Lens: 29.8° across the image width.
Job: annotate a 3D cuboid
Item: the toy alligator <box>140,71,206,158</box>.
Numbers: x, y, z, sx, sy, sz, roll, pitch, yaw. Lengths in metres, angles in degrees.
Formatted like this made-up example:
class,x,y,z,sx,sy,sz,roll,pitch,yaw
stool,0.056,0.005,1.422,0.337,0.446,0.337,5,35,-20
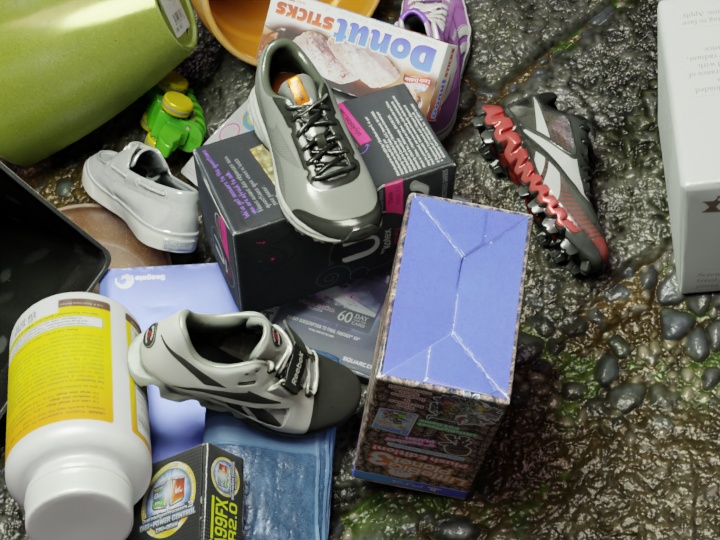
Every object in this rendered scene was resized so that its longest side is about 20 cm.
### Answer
class,x,y,z,sx,sy,sz,roll,pitch,yaw
toy alligator,-0.185,-0.167,1.350,0.054,0.059,0.200,15,32,-25

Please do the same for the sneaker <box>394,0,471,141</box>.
class,x,y,z,sx,sy,sz,roll,pitch,yaw
sneaker,0.067,-0.233,1.303,0.072,0.114,0.201,-6,57,10

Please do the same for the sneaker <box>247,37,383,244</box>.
class,x,y,z,sx,sy,sz,roll,pitch,yaw
sneaker,-0.041,-0.102,1.077,0.074,0.079,0.200,-18,57,-15

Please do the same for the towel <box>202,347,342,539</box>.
class,x,y,z,sx,sy,sz,roll,pitch,yaw
towel,-0.076,0.153,1.108,0.111,0.049,0.201,12,61,-12

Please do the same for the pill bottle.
class,x,y,z,sx,sy,sz,roll,pitch,yaw
pill bottle,-0.218,0.118,1.049,0.109,0.109,0.200,-16,42,2

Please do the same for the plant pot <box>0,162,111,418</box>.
class,x,y,z,sx,sy,sz,roll,pitch,yaw
plant pot,-0.378,-0.004,1.170,0.177,0.200,0.200,20,72,46

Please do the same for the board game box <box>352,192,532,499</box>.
class,x,y,z,sx,sy,sz,roll,pitch,yaw
board game box,0.061,0.064,1.059,0.097,0.200,0.160,11,60,0

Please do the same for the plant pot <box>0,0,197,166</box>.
class,x,y,z,sx,sy,sz,roll,pitch,yaw
plant pot,-0.263,-0.219,1.293,0.199,0.187,0.188,-18,56,15

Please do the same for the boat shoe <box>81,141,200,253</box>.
class,x,y,z,sx,sy,sz,roll,pitch,yaw
boat shoe,-0.202,-0.082,1.252,0.072,0.069,0.200,7,19,-29

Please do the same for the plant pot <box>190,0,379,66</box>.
class,x,y,z,sx,sy,sz,roll,pitch,yaw
plant pot,-0.099,-0.330,1.362,0.200,0.200,0.183,-32,43,-9

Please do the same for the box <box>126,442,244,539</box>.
class,x,y,z,sx,sy,sz,roll,pitch,yaw
box,-0.177,0.239,1.048,0.200,0.044,0.161,-24,53,32

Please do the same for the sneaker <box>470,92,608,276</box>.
class,x,y,z,sx,sy,sz,roll,pitch,yaw
sneaker,0.180,-0.086,1.213,0.098,0.071,0.201,-26,56,-2

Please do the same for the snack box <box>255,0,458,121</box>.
class,x,y,z,sx,sy,sz,roll,pitch,yaw
snack box,-0.007,-0.200,1.248,0.200,0.024,0.072,23,104,29

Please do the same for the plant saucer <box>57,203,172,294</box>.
class,x,y,z,sx,sy,sz,roll,pitch,yaw
plant saucer,-0.265,0.031,1.252,0.200,0.037,0.201,-6,57,9

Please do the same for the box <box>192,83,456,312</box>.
class,x,y,z,sx,sy,sz,roll,pitch,yaw
box,-0.031,-0.061,1.171,0.199,0.122,0.106,-19,56,-13

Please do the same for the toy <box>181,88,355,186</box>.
class,x,y,z,sx,sy,sz,roll,pitch,yaw
toy,-0.064,-0.132,1.300,0.200,0.047,0.115,-49,53,-3

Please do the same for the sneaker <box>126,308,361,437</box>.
class,x,y,z,sx,sy,sz,roll,pitch,yaw
sneaker,-0.073,0.076,1.059,0.200,0.088,0.074,14,56,-30

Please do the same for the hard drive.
class,x,y,z,sx,sy,sz,roll,pitch,yaw
hard drive,-0.158,0.090,1.171,0.132,0.025,0.201,-3,65,-6

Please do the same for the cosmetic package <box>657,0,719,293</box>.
class,x,y,z,sx,sy,sz,roll,pitch,yaw
cosmetic package,0.341,-0.109,1.139,0.164,0.165,0.200,-4,58,10

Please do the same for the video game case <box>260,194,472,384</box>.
class,x,y,z,sx,sy,sz,roll,pitch,yaw
video game case,0.000,0.000,1.229,0.143,0.019,0.200,17,64,20
